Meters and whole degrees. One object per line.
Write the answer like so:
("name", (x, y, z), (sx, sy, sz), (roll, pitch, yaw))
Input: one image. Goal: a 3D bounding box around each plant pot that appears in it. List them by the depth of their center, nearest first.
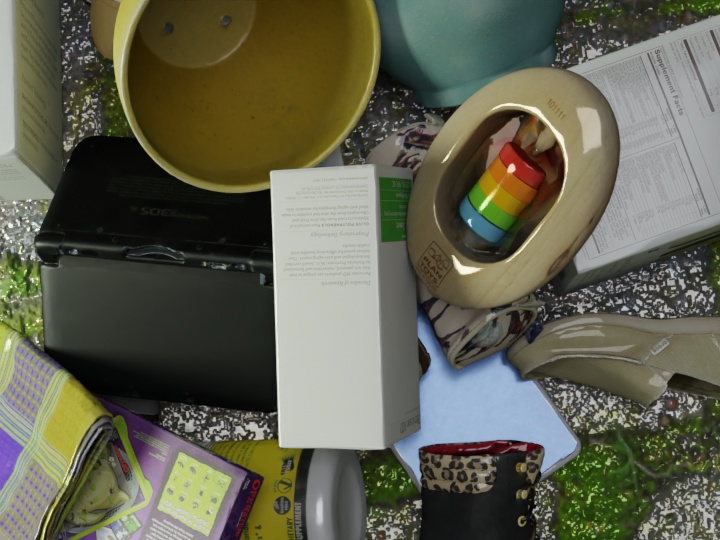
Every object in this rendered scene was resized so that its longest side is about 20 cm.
("plant pot", (-0.104, -0.178, 1.171), (0.199, 0.142, 0.201), (-12, 121, -21))
("plant pot", (0.081, -0.211, 1.228), (0.200, 0.200, 0.135), (-22, 108, -2))

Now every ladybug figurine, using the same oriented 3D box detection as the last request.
("ladybug figurine", (0.112, -0.056, 1.109), (0.136, 0.072, 0.200), (51, 120, 19))

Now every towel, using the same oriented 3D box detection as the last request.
("towel", (-0.265, 0.132, 1.187), (0.200, 0.023, 0.144), (34, 98, 47))

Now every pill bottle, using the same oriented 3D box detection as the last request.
("pill bottle", (-0.103, 0.187, 1.194), (0.199, 0.112, 0.113), (-4, 82, 15))

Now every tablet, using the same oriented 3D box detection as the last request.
("tablet", (0.072, 0.100, 1.260), (0.130, 0.014, 0.200), (-34, 82, -3))

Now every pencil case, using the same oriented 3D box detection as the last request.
("pencil case", (0.070, -0.026, 1.220), (0.089, 0.078, 0.200), (-33, 63, 16))

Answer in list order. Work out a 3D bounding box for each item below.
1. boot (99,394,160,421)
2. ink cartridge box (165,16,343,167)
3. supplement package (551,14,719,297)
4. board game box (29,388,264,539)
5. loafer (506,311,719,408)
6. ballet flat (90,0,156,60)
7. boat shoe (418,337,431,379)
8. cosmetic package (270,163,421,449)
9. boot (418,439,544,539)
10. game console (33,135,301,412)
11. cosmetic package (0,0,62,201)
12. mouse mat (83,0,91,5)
("boot", (-0.153, 0.061, 1.252), (0.199, 0.070, 0.132), (11, 85, 14))
("ink cartridge box", (-0.104, -0.151, 1.276), (0.162, 0.057, 0.201), (-9, 84, -1))
("supplement package", (0.228, -0.088, 1.212), (0.199, 0.152, 0.151), (-20, 82, -1))
("board game box", (-0.172, 0.169, 1.146), (0.200, 0.032, 0.120), (21, 84, 34))
("loafer", (0.216, 0.073, 1.227), (0.199, 0.076, 0.069), (-3, 71, 0))
("ballet flat", (-0.174, -0.264, 1.247), (0.068, 0.063, 0.201), (11, 67, 10))
("boat shoe", (0.000, -0.003, 1.241), (0.075, 0.075, 0.202), (-34, 74, -17))
("cosmetic package", (-0.010, 0.025, 1.136), (0.085, 0.108, 0.201), (-3, 93, 16))
("boot", (0.133, 0.210, 1.204), (0.199, 0.073, 0.151), (0, 94, 8))
("game console", (-0.141, -0.001, 1.213), (0.199, 0.117, 0.176), (5, 52, 12))
("cosmetic package", (-0.334, -0.164, 1.231), (0.167, 0.166, 0.201), (-4, 81, 1))
("mouse mat", (-0.120, -0.257, 1.318), (0.200, 0.008, 0.161), (28, 84, 6))
